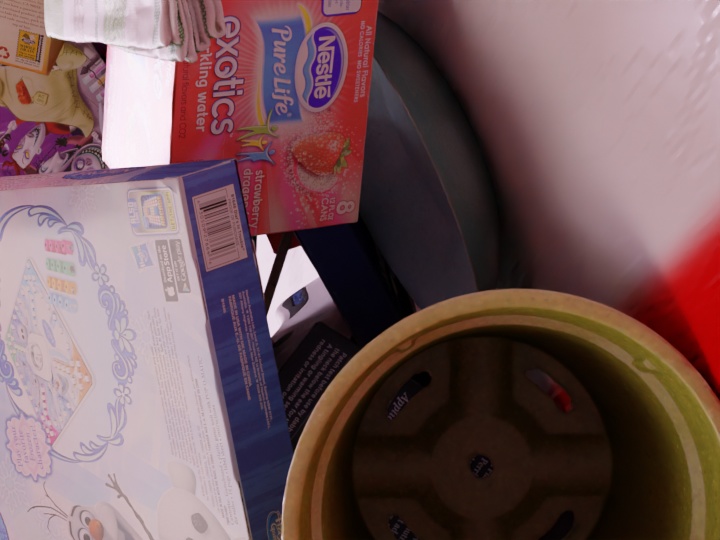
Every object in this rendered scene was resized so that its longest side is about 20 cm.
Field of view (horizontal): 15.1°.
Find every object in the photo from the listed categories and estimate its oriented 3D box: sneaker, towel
[{"bbox_3d":[-0.002,0.069,1.611,0.112,0.073,0.200,56,-170,-9],"label":"sneaker"},{"bbox_3d":[-0.105,-0.171,1.189,0.200,0.030,0.150,-161,68,-67],"label":"towel"}]

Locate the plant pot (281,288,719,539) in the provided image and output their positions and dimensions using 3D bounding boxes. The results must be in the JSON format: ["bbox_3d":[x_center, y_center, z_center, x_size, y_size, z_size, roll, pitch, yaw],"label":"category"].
[{"bbox_3d":[0.063,0.101,1.223,0.201,0.199,0.184,64,180,-4],"label":"plant pot"}]

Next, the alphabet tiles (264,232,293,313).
[{"bbox_3d":[-0.068,0.066,1.510,0.167,0.006,0.201,112,175,-67],"label":"alphabet tiles"}]

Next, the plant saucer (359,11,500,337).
[{"bbox_3d":[0.025,-0.060,1.341,0.202,0.039,0.201,60,169,20],"label":"plant saucer"}]

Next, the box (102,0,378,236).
[{"bbox_3d":[-0.054,-0.124,1.239,0.095,0.102,0.201,-130,39,-53],"label":"box"}]

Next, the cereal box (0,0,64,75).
[{"bbox_3d":[-0.146,-0.221,1.390,0.144,0.039,0.201,-73,-2,-51],"label":"cereal box"}]

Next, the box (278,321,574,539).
[{"bbox_3d":[0.025,0.158,1.439,0.196,0.124,0.200,33,160,14],"label":"box"}]

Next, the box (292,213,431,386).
[{"bbox_3d":[0.000,0.000,1.486,0.121,0.032,0.201,-105,-9,-54],"label":"box"}]

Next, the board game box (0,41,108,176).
[{"bbox_3d":[-0.197,-0.105,1.489,0.200,0.120,0.032,55,-163,21],"label":"board game box"}]

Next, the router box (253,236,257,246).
[{"bbox_3d":[-0.094,0.029,1.402,0.150,0.051,0.201,95,-173,-50],"label":"router box"}]

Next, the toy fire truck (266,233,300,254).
[{"bbox_3d":[-0.074,-0.099,1.531,0.141,0.048,0.201,-49,-61,-71],"label":"toy fire truck"}]

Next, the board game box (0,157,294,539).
[{"bbox_3d":[-0.118,0.054,1.245,0.198,0.043,0.201,-2,102,42],"label":"board game box"}]
